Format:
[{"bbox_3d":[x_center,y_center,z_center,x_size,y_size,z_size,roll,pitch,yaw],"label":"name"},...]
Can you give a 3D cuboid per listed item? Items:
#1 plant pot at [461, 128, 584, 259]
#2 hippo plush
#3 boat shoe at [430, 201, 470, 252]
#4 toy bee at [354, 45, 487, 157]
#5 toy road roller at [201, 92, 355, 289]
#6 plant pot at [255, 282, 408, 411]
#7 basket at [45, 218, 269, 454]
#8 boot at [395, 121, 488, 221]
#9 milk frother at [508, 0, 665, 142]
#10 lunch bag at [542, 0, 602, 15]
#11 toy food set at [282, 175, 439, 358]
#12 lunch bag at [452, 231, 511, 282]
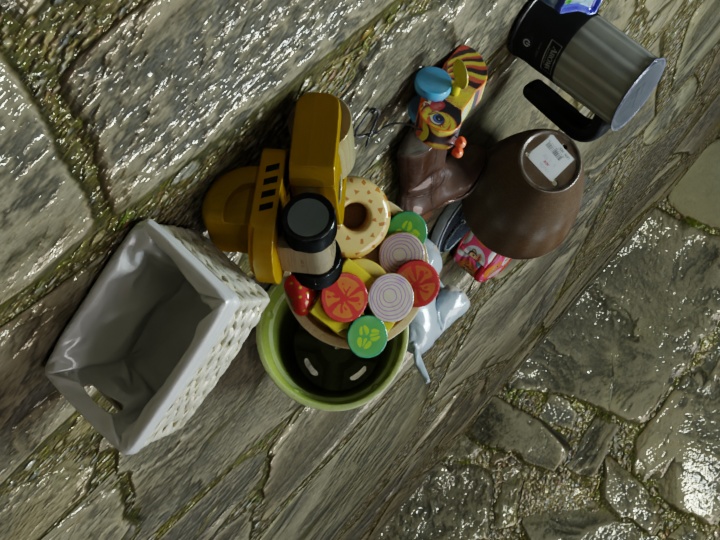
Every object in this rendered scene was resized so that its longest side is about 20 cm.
[{"bbox_3d":[0.256,-0.132,1.703,0.187,0.187,0.200,-45,174,-13],"label":"plant pot"},{"bbox_3d":[0.062,0.037,1.784,0.201,0.157,0.162,-54,137,-36],"label":"hippo plush"},{"bbox_3d":[0.195,-0.092,1.854,0.202,0.091,0.071,-56,160,17],"label":"boat shoe"},{"bbox_3d":[0.102,-0.189,1.431,0.200,0.108,0.131,-47,163,-9],"label":"toy bee"},{"bbox_3d":[-0.086,-0.085,1.228,0.123,0.143,0.203,84,13,-65],"label":"toy road roller"},{"bbox_3d":[-0.035,0.094,1.571,0.201,0.200,0.184,-47,173,-7],"label":"plant pot"},{"bbox_3d":[-0.201,0.065,1.179,0.201,0.135,0.123,-54,163,15],"label":"basket"},{"bbox_3d":[0.117,-0.166,1.593,0.186,0.064,0.201,-45,156,-22],"label":"boot"},{"bbox_3d":[0.335,-0.305,1.616,0.200,0.188,0.181,-42,161,-20],"label":"milk frother"},{"bbox_3d":[0.214,-0.395,1.195,0.127,0.170,0.202,-20,144,-55],"label":"lunch bag"},{"bbox_3d":[0.000,0.000,1.444,0.201,0.197,0.049,-55,-168,-5],"label":"toy food set"},{"bbox_3d":[0.260,-0.080,2.057,0.201,0.082,0.176,-56,165,22],"label":"lunch bag"}]
